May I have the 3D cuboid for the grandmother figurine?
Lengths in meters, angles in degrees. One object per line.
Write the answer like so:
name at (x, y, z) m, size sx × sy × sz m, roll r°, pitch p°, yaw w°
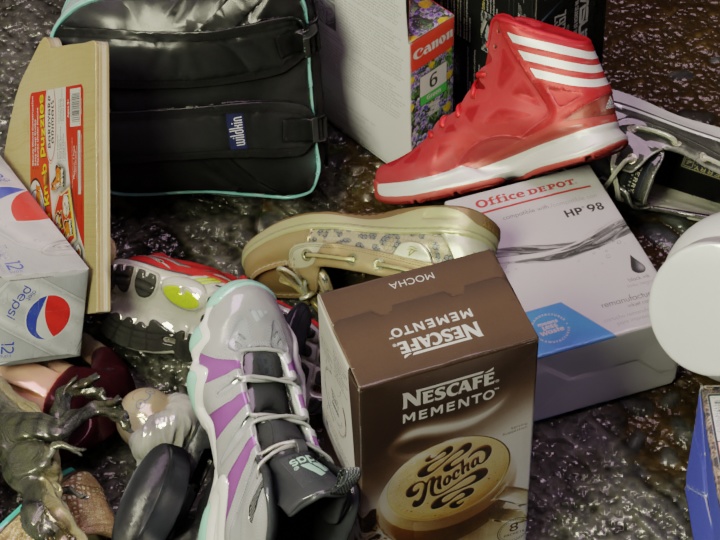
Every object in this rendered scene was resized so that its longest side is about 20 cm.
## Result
grandmother figurine at (-0.198, 0.085, 1.314) m, size 0.198 × 0.061 × 0.122 m, roll 13°, pitch 56°, yaw 18°

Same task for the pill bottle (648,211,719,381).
pill bottle at (0.256, 0.013, 1.273) m, size 0.110 × 0.112 × 0.200 m, roll 25°, pitch 17°, yaw 23°

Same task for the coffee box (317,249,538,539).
coffee box at (0.039, 0.095, 1.196) m, size 0.112 × 0.201 × 0.080 m, roll -14°, pitch 47°, yaw -12°

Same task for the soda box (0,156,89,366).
soda box at (-0.250, -0.013, 1.361) m, size 0.063 × 0.069 × 0.200 m, roll -6°, pitch 28°, yaw -27°

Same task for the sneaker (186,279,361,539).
sneaker at (-0.040, 0.104, 1.166) m, size 0.077 × 0.202 × 0.140 m, roll -4°, pitch -1°, yaw -29°

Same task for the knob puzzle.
knob puzzle at (-0.205, -0.061, 1.380) m, size 0.030 × 0.221 × 0.220 m, roll -2°, pitch 42°, yaw -28°

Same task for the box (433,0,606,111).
box at (0.097, -0.213, 1.493) m, size 0.163 × 0.201 × 0.086 m, roll 34°, pitch 57°, yaw 31°

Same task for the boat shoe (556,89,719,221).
boat shoe at (0.202, -0.081, 1.440) m, size 0.198 × 0.071 × 0.064 m, roll 13°, pitch 35°, yaw 6°

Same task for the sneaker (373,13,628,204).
sneaker at (0.090, -0.118, 1.421) m, size 0.198 × 0.117 × 0.078 m, roll -13°, pitch 0°, yaw 27°

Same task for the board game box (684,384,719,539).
board game box at (0.307, 0.158, 1.200) m, size 0.198 × 0.097 × 0.160 m, roll -1°, pitch 46°, yaw 1°

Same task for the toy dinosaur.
toy dinosaur at (-0.192, 0.097, 1.232) m, size 0.088 × 0.048 × 0.200 m, roll -25°, pitch 40°, yaw -14°

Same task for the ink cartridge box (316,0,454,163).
ink cartridge box at (0.017, -0.175, 1.457) m, size 0.050 × 0.201 × 0.109 m, roll -34°, pitch 54°, yaw -28°

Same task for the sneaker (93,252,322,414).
sneaker at (-0.084, 0.031, 1.350) m, size 0.199 × 0.078 × 0.085 m, roll 24°, pitch 25°, yaw 21°

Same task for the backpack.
backpack at (-0.130, -0.146, 1.457) m, size 0.198 × 0.177 × 0.154 m, roll -7°, pitch 29°, yaw -4°

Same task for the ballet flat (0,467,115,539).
ballet flat at (-0.223, 0.198, 1.202) m, size 0.065 × 0.071 × 0.200 m, roll 44°, pitch 63°, yaw 13°

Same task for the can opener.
can opener at (-0.084, 0.106, 1.247) m, size 0.063 × 0.079 × 0.201 m, roll 26°, pitch 73°, yaw 15°

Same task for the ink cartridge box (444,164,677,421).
ink cartridge box at (0.128, 0.000, 1.379) m, size 0.115 × 0.067 × 0.201 m, roll -15°, pitch 47°, yaw -13°

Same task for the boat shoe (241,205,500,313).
boat shoe at (0.000, 0.000, 1.352) m, size 0.199 × 0.073 × 0.063 m, roll -8°, pitch 62°, yaw 35°
